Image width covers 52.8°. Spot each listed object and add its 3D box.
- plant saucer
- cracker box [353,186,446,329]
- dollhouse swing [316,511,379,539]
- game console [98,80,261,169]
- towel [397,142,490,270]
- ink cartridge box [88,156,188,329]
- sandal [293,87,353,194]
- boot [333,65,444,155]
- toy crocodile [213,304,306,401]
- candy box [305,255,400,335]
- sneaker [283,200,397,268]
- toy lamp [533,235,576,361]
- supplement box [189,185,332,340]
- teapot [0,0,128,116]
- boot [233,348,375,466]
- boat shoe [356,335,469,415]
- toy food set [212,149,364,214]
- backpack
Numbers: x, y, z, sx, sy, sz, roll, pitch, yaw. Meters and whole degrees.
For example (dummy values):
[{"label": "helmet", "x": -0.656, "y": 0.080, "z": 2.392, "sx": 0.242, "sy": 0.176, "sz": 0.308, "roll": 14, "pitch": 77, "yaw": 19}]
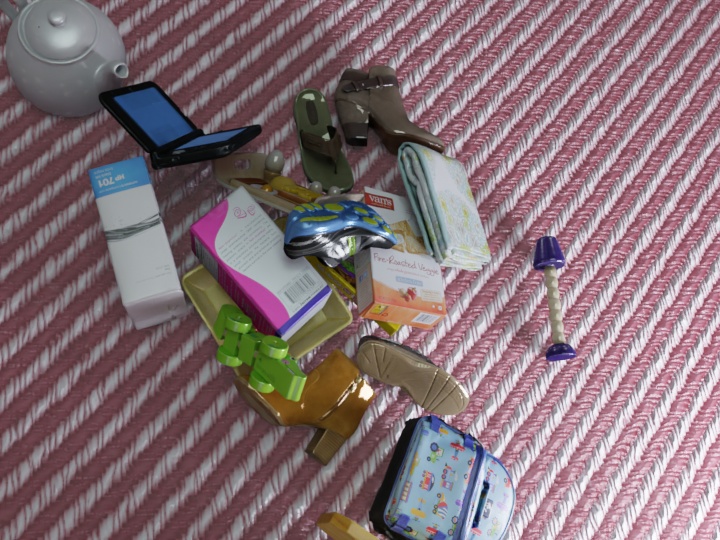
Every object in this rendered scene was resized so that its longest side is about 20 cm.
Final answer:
[{"label": "plant saucer", "x": -0.142, "y": 0.051, "z": 1.111, "sx": 0.198, "sy": 0.049, "sz": 0.202, "roll": -32, "pitch": 80, "yaw": -20}, {"label": "cracker box", "x": 0.057, "y": -0.020, "z": 1.135, "sx": 0.131, "sy": 0.058, "sz": 0.205, "roll": 11, "pitch": 57, "yaw": -28}, {"label": "dollhouse swing", "x": 0.009, "y": 0.432, "z": 0.933, "sx": 0.172, "sy": 0.200, "sz": 0.186, "roll": 20, "pitch": 69, "yaw": -5}, {"label": "game console", "x": -0.259, "y": -0.231, "z": 1.084, "sx": 0.171, "sy": 0.201, "sz": 0.120, "roll": -8, "pitch": 109, "yaw": 11}, {"label": "towel", "x": 0.138, "y": -0.100, "z": 1.176, "sx": 0.170, "sy": 0.047, "sz": 0.205, "roll": 9, "pitch": 63, "yaw": -57}, {"label": "ink cartridge box", "x": -0.318, "y": -0.036, "z": 1.048, "sx": 0.084, "sy": 0.147, "sz": 0.205, "roll": -15, "pitch": 75, "yaw": -14}, {"label": "sandal", "x": -0.067, "y": -0.219, "z": 1.212, "sx": 0.078, "sy": 0.057, "sz": 0.206, "roll": -15, "pitch": 76, "yaw": -16}, {"label": "boot", "x": 0.050, "y": -0.281, "z": 1.253, "sx": 0.194, "sy": 0.070, "sz": 0.150, "roll": 7, "pitch": 68, "yaw": -10}, {"label": "toy crocodile", "x": -0.140, "y": 0.110, "z": 0.992, "sx": 0.198, "sy": 0.069, "sz": 0.061, "roll": 29, "pitch": 20, "yaw": 37}, {"label": "candy box", "x": 0.000, "y": 0.000, "z": 1.142, "sx": 0.199, "sy": 0.026, "sz": 0.103, "roll": 42, "pitch": 46, "yaw": -5}, {"label": "sneaker", "x": -0.030, "y": -0.049, "z": 1.030, "sx": 0.196, "sy": 0.084, "sz": 0.071, "roll": -3, "pitch": 42, "yaw": -41}, {"label": "toy lamp", "x": 0.322, "y": 0.044, "z": 1.208, "sx": 0.056, "sy": 0.058, "sz": 0.206, "roll": -1, "pitch": 72, "yaw": -12}, {"label": "supplement box", "x": -0.147, "y": -0.002, "z": 1.047, "sx": 0.101, "sy": 0.104, "sz": 0.201, "roll": -39, "pitch": 84, "yaw": -20}, {"label": "teapot", "x": -0.463, "y": -0.353, "z": 1.125, "sx": 0.194, "sy": 0.146, "sz": 0.203, "roll": -8, "pitch": 73, "yaw": -13}, {"label": "boot", "x": -0.076, "y": 0.169, "z": 1.059, "sx": 0.201, "sy": 0.070, "sz": 0.145, "roll": 44, "pitch": 65, "yaw": -19}, {"label": "boat shoe", "x": 0.081, "y": 0.154, "z": 1.114, "sx": 0.196, "sy": 0.065, "sz": 0.073, "roll": 27, "pitch": 112, "yaw": -14}, {"label": "toy food set", "x": -0.108, "y": -0.138, "z": 1.102, "sx": 0.196, "sy": 0.143, "sz": 0.062, "roll": 23, "pitch": 107, "yaw": 23}, {"label": "backpack", "x": 0.133, "y": 0.324, "z": 1.034, "sx": 0.197, "sy": 0.135, "sz": 0.186, "roll": 29, "pitch": 69, "yaw": -4}]
